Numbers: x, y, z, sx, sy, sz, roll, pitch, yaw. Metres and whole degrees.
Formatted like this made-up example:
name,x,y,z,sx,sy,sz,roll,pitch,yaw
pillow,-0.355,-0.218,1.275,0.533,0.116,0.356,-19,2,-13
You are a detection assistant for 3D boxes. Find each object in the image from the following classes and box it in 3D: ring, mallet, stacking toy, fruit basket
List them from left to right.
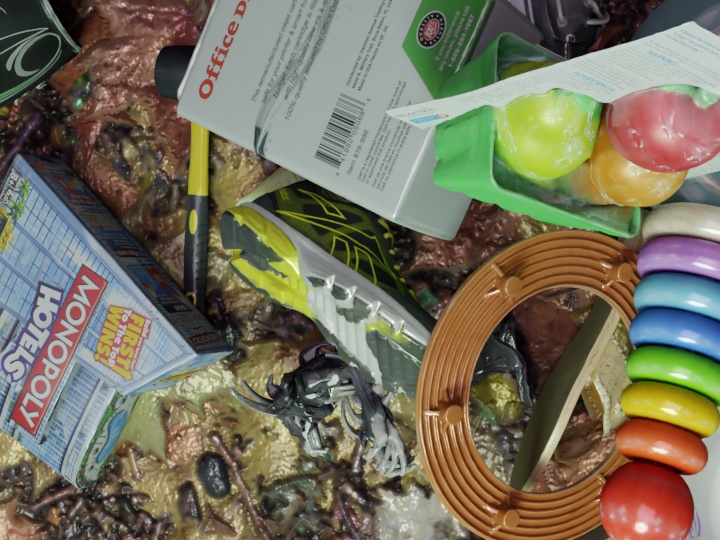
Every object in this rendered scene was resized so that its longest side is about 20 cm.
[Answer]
name,x,y,z,sx,sy,sz,roll,pitch,yaw
mallet,-0.109,-0.062,0.899,0.065,0.041,0.203,-1,98,17
ring,0.124,0.076,0.763,0.198,0.019,0.203,-5,100,-26
fruit basket,0.143,-0.084,0.663,0.199,0.184,0.095,-18,66,46
stacking toy,0.183,0.066,0.727,0.084,0.085,0.202,17,77,12

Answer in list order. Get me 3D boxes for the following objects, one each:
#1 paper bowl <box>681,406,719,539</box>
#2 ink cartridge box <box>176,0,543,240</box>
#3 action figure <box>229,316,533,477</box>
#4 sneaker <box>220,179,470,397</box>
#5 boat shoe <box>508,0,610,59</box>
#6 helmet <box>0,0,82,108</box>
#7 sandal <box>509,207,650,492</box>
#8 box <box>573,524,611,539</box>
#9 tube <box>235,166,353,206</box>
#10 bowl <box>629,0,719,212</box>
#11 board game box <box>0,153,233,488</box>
name,x,y,z,sx,sy,sz,roll,pitch,yaw
paper bowl,0.289,0.149,0.780,0.198,0.104,0.203,1,95,13
ink cartridge box,-0.006,-0.127,0.798,0.199,0.083,0.148,29,97,32
action figure,0.016,0.091,0.839,0.198,0.119,0.103,-13,85,9
sneaker,0.000,0.000,0.794,0.199,0.084,0.075,36,147,24
boat shoe,0.129,-0.173,0.810,0.070,0.072,0.202,-12,89,19
helmet,-0.312,-0.189,0.869,0.189,0.200,0.202,-22,89,-3
sandal,0.168,0.067,0.821,0.069,0.078,0.214,19,97,-3
box,0.123,0.240,0.846,0.199,0.068,0.083,-28,88,14
tube,-0.001,-0.085,0.866,0.052,0.058,0.200,36,109,-31
bowl,0.252,-0.097,0.770,0.198,0.105,0.204,1,96,14
board game box,-0.204,0.052,0.904,0.199,0.062,0.201,32,101,18
